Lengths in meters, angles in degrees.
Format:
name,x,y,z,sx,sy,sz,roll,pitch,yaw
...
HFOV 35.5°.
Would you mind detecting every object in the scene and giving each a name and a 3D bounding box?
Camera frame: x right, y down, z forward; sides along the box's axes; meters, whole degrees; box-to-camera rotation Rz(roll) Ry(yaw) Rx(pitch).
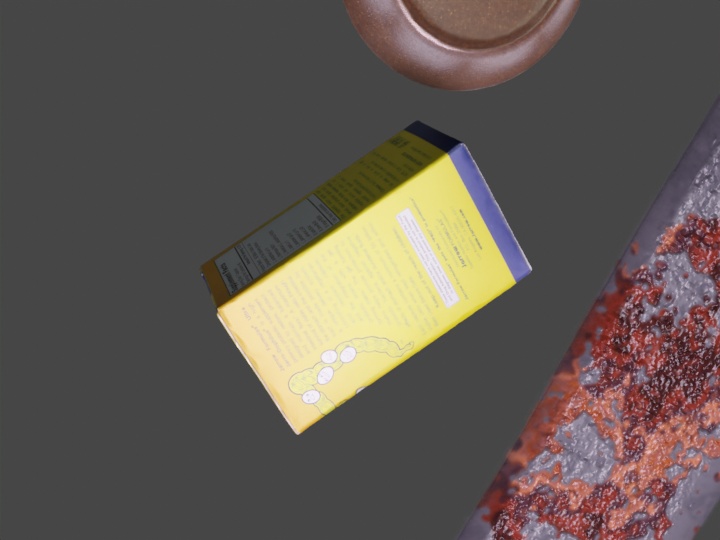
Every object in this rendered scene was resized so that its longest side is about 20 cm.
name,x,y,z,sx,sy,sz,roll,pitch,yaw
supplement box,0.000,0.000,0.794,0.198,0.109,0.110,-34,111,-3
plant saucer,0.080,-0.227,0.793,0.196,0.037,0.204,-4,107,-14
